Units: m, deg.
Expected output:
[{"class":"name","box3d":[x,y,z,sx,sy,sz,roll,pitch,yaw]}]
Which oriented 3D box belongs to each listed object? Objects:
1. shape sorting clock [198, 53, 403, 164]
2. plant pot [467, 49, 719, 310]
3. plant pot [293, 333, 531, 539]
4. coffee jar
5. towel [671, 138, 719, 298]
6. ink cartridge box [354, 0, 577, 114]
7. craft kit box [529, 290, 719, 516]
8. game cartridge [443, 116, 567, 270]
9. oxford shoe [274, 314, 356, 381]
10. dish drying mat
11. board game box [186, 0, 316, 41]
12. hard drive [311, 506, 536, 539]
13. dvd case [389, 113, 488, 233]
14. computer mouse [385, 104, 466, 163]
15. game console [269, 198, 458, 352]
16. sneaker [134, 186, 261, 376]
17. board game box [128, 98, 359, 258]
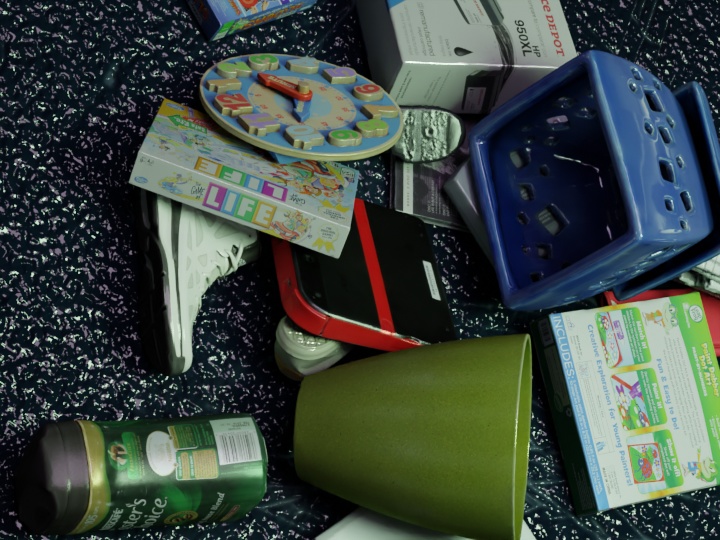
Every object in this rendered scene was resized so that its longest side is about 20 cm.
[{"class":"shape sorting clock","box3d":[-0.056,-0.161,1.641,0.198,0.039,0.201,7,34,-5]},{"class":"plant pot","box3d":[0.245,-0.080,1.673,0.179,0.200,0.201,3,67,-35]},{"class":"plant pot","box3d":[0.046,0.144,1.526,0.198,0.187,0.188,3,62,10]},{"class":"coffee jar","box3d":[-0.185,0.170,1.440,0.199,0.104,0.086,0,65,-27]},{"class":"towel","box3d":[0.412,-0.046,1.811,0.199,0.085,0.167,18,84,-33]},{"class":"ink cartridge box","box3d":[0.109,-0.242,1.770,0.199,0.084,0.145,0,58,-20]},{"class":"craft kit box","box3d":[0.281,0.131,1.731,0.196,0.048,0.201,-7,78,-27]},{"class":"game cartridge","box3d":[0.181,-0.086,1.775,0.199,0.041,0.134,-28,88,-35]},{"class":"oxford shoe","box3d":[-0.018,0.046,1.618,0.075,0.058,0.200,36,38,17]},{"class":"dish drying mat","box3d":[0.344,0.055,1.826,0.199,0.018,0.077,-1,68,-28]},{"class":"board game box","box3d":[-0.141,-0.341,1.736,0.135,0.034,0.201,-23,80,-35]},{"class":"hard drive","box3d":[0.061,0.255,1.580,0.199,0.026,0.132,-30,84,-35]},{"class":"dvd case","box3d":[0.121,-0.107,1.782,0.199,0.016,0.150,12,64,-24]},{"class":"computer mouse","box3d":[0.009,-0.140,1.718,0.198,0.034,0.059,2,97,-14]},{"class":"game console","box3d":[0.000,0.000,1.620,0.176,0.031,0.201,17,37,-25]},{"class":"sneaker","box3d":[-0.139,0.001,1.558,0.115,0.076,0.202,5,63,-24]},{"class":"board game box","box3d":[-0.103,-0.086,1.575,0.199,0.034,0.135,20,26,-6]}]
